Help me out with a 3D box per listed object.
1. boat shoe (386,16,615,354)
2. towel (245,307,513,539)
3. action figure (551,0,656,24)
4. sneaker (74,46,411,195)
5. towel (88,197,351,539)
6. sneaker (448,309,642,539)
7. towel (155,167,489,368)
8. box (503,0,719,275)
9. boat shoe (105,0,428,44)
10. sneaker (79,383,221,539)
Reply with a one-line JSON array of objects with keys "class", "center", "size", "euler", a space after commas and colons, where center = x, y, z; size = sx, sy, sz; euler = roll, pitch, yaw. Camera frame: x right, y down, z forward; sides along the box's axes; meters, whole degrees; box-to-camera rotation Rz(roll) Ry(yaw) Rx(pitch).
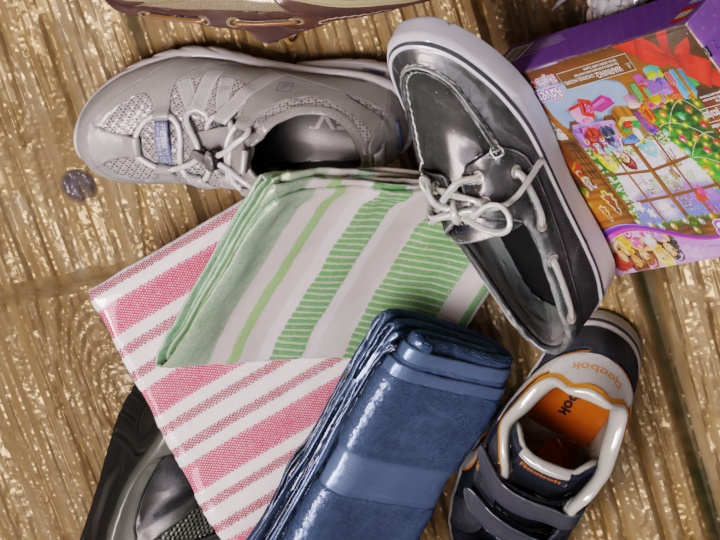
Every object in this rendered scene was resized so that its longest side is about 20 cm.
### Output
[{"class": "boat shoe", "center": [0.066, -0.041, 1.607], "size": [0.073, 0.068, 0.200], "euler": [-3, 129, 36]}, {"class": "towel", "center": [0.004, 0.118, 1.733], "size": [0.048, 0.111, 0.201], "euler": [39, 105, 40]}, {"class": "action figure", "center": [0.172, -0.113, 1.604], "size": [0.200, 0.069, 0.130], "euler": [45, 161, -12]}, {"class": "sneaker", "center": [-0.070, -0.080, 1.684], "size": [0.199, 0.082, 0.075], "euler": [-5, 115, 16]}, {"class": "towel", "center": [-0.053, 0.059, 1.760], "size": [0.146, 0.030, 0.201], "euler": [-29, 107, -5]}, {"class": "sneaker", "center": [0.100, 0.119, 1.759], "size": [0.078, 0.080, 0.201], "euler": [22, 122, 0]}, {"class": "towel", "center": [0.000, 0.000, 1.673], "size": [0.023, 0.199, 0.153], "euler": [59, 134, 33]}, {"class": "box", "center": [0.160, -0.070, 1.569], "size": [0.137, 0.039, 0.200], "euler": [51, 154, -14]}, {"class": "boat shoe", "center": [-0.048, -0.162, 1.660], "size": [0.199, 0.073, 0.072], "euler": [-3, 156, 0]}, {"class": "sneaker", "center": [-0.098, 0.136, 1.825], "size": [0.114, 0.076, 0.201], "euler": [13, 101, -24]}]
